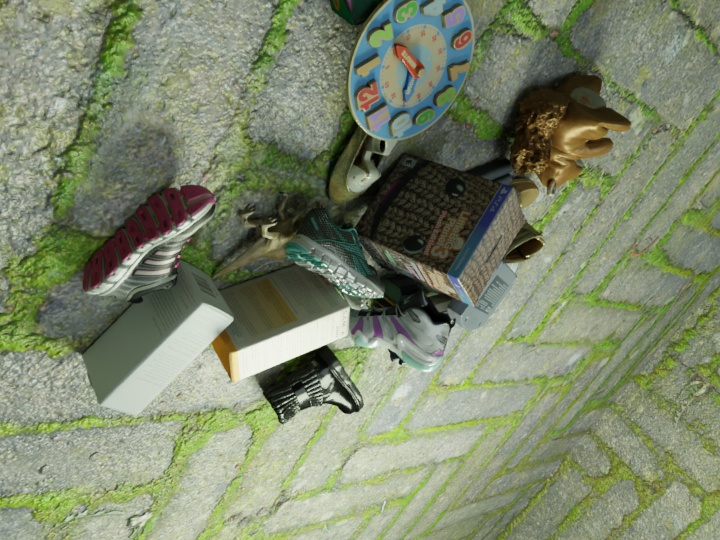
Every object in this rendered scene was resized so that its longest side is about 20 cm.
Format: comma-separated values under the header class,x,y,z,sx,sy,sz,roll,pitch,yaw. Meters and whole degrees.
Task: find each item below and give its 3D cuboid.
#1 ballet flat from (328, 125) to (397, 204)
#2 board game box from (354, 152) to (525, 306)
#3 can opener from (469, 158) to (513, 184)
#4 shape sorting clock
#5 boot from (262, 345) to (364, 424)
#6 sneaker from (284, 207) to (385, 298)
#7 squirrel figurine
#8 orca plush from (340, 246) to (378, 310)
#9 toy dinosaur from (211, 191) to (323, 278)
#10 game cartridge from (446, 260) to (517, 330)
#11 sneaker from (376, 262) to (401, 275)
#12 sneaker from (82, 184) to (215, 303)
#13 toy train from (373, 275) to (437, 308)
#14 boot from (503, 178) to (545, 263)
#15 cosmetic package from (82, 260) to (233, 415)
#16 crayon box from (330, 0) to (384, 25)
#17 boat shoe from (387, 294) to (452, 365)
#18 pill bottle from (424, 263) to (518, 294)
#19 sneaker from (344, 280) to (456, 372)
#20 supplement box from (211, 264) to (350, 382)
class,x,y,z,sx,sy,sz,roll,pitch,yaw
ballet flat,0.014,-0.169,0.865,0.070,0.071,0.201,3,125,-43
board game box,0.119,-0.067,0.919,0.160,0.199,0.097,-57,145,-11
can opener,0.199,-0.141,1.065,0.199,0.066,0.053,-27,140,-26
shape sorting clock,0.067,-0.255,0.754,0.199,0.039,0.201,-22,139,-21
boot,-0.092,0.252,1.179,0.158,0.079,0.212,-39,133,-14
sneaker,-0.021,-0.024,0.896,0.200,0.077,0.092,37,66,-44
squirrel figurine,0.344,-0.229,1.072,0.199,0.142,0.187,-7,143,-19
orca plush,0.000,0.000,1.017,0.200,0.105,0.071,58,43,-34
toy dinosaur,-0.131,-0.047,0.865,0.199,0.058,0.101,-32,144,-12
game cartridge,0.212,0.042,1.049,0.133,0.042,0.200,-51,157,7
sneaker,0.117,-0.049,1.046,0.199,0.094,0.070,0,142,14
sneaker,-0.254,-0.028,0.765,0.200,0.074,0.087,-40,143,6
toy train,0.107,0.065,1.176,0.199,0.085,0.115,-5,121,-39
boot,0.292,-0.093,1.113,0.199,0.156,0.073,-19,138,-28
cosmetic package,-0.283,0.094,0.836,0.200,0.102,0.074,-44,142,5
crayon box,0.052,-0.383,0.690,0.199,0.058,0.119,-31,142,-14
boat shoe,0.127,0.105,1.101,0.199,0.075,0.093,-15,103,-25
pill bottle,0.211,-0.017,1.154,0.199,0.112,0.112,-4,130,-39
sneaker,0.059,0.066,0.981,0.078,0.199,0.140,-67,178,-67
supplement box,-0.132,0.073,0.928,0.199,0.126,0.074,-19,137,-26
